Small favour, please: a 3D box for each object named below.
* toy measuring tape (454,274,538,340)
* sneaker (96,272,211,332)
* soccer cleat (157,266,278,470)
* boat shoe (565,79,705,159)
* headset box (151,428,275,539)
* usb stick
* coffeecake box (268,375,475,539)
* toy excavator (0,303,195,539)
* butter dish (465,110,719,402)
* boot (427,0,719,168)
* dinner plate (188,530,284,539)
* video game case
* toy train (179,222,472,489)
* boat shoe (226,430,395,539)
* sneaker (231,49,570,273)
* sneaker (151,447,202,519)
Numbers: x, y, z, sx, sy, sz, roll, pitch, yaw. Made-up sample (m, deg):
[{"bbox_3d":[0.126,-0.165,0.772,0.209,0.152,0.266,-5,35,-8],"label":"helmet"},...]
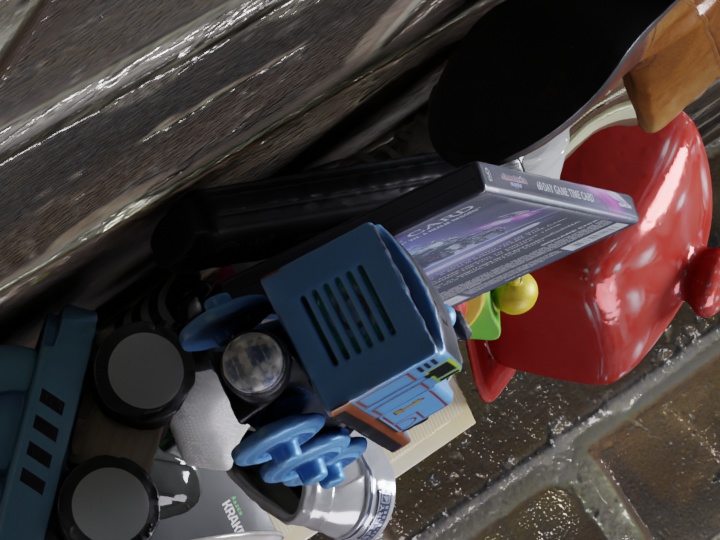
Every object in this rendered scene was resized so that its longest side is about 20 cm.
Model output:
[{"bbox_3d":[0.000,0.000,1.483,0.199,0.074,0.074,3,173,-2],"label":"toy measuring tape"},{"bbox_3d":[-0.117,0.063,1.472,0.115,0.076,0.201,-32,173,-13],"label":"sneaker"},{"bbox_3d":[-0.047,0.031,1.406,0.070,0.087,0.200,8,-149,29],"label":"soccer cleat"},{"bbox_3d":[0.103,-0.106,1.498,0.202,0.075,0.075,-28,141,-18],"label":"boat shoe"},{"bbox_3d":[-0.127,0.182,1.641,0.093,0.175,0.200,-32,-162,-32],"label":"headset box"},{"bbox_3d":[-0.007,-0.030,1.270,0.199,0.033,0.055,-11,164,-36],"label":"usb stick"},{"bbox_3d":[-0.045,0.086,1.719,0.153,0.073,0.200,-33,-155,-18],"label":"coffeecake box"},{"bbox_3d":[-0.194,0.100,1.235,0.100,0.199,0.195,127,-22,-73],"label":"toy excavator"},{"bbox_3d":[0.156,-0.017,1.603,0.200,0.147,0.200,-55,154,-24],"label":"butter dish"},{"bbox_3d":[0.123,-0.106,1.319,0.189,0.068,0.200,-53,163,0],"label":"boot"},{"bbox_3d":[-0.129,0.155,1.235,0.199,0.024,0.200,-15,169,-3],"label":"dinner plate"},{"bbox_3d":[0.039,-0.010,1.309,0.142,0.019,0.200,-25,166,23],"label":"video game case"},{"bbox_3d":[-0.008,0.044,1.239,0.114,0.087,0.200,-27,167,5],"label":"toy train"},{"bbox_3d":[-0.054,0.079,1.454,0.065,0.200,0.074,11,105,-36],"label":"boat shoe"},{"bbox_3d":[0.026,-0.062,1.365,0.199,0.074,0.116,-20,148,-28],"label":"sneaker"},{"bbox_3d":[-0.176,0.139,1.374,0.199,0.080,0.075,-9,158,-11],"label":"sneaker"}]
